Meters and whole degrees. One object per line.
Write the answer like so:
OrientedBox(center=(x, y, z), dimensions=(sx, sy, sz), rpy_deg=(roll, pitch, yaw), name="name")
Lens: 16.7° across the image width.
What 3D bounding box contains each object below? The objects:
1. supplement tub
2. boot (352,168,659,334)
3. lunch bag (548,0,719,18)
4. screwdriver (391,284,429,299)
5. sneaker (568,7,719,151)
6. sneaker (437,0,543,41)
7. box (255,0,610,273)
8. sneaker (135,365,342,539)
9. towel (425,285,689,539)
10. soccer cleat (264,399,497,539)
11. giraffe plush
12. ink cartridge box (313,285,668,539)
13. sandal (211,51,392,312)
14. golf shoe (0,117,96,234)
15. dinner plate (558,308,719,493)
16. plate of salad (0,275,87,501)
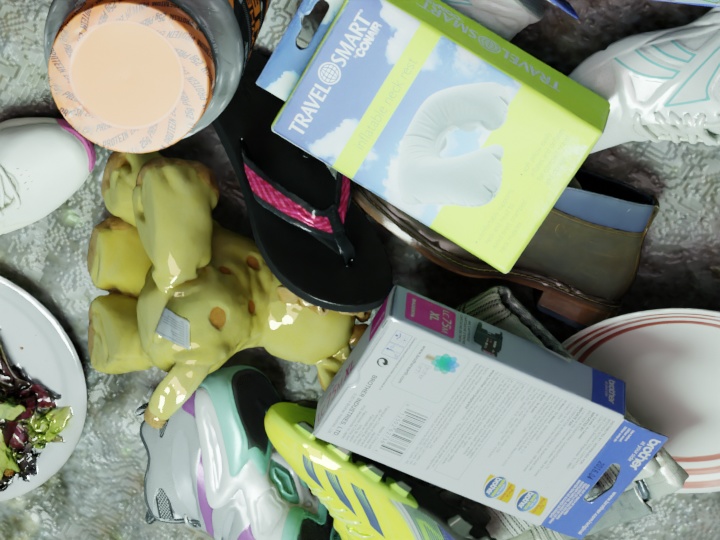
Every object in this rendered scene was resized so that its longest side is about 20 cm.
OrientedBox(center=(-0.123, -0.155, 1.499), dimensions=(0.122, 0.200, 0.123), rpy_deg=(3, 118, 6), name="supplement tub")
OrientedBox(center=(0.099, -0.041, 1.609), dimensions=(0.200, 0.075, 0.097), rpy_deg=(24, 108, -16), name="boot")
OrientedBox(center=(0.134, -0.218, 1.433), dimensions=(0.200, 0.170, 0.124), rpy_deg=(8, 87, 23), name="lunch bag")
OrientedBox(center=(0.000, 0.000, 1.590), dimensions=(0.200, 0.028, 0.029), rpy_deg=(38, 110, 1), name="screwdriver")
OrientedBox(center=(0.206, -0.112, 1.529), dimensions=(0.200, 0.080, 0.070), rpy_deg=(-25, 155, 21), name="sneaker")
OrientedBox(center=(0.020, -0.203, 1.530), dimensions=(0.200, 0.070, 0.080), rpy_deg=(42, 117, -15), name="sneaker")
OrientedBox(center=(0.040, -0.101, 1.523), dimensions=(0.200, 0.048, 0.122), rpy_deg=(31, 119, -3), name="box")
OrientedBox(center=(-0.094, 0.172, 1.721), dimensions=(0.140, 0.078, 0.200), rpy_deg=(-19, 95, 34), name="sneaker")
OrientedBox(center=(0.097, 0.114, 1.664), dimensions=(0.200, 0.035, 0.192), rpy_deg=(44, 137, -15), name="towel")
OrientedBox(center=(0.004, 0.162, 1.669), dimensions=(0.200, 0.065, 0.084), rpy_deg=(36, 110, -24), name="soccer cleat")
OrientedBox(center=(-0.075, 0.010, 1.617), dimensions=(0.162, 0.200, 0.173), rpy_deg=(0, 116, -26), name="giraffe plush")
OrientedBox(center=(0.084, 0.095, 1.577), dimensions=(0.200, 0.042, 0.119), rpy_deg=(24, 129, -11), name="ink cartridge box")
OrientedBox(center=(-0.043, -0.061, 1.563), dimensions=(0.200, 0.075, 0.045), rpy_deg=(61, 152, 15), name="sandal")
OrientedBox(center=(-0.270, -0.040, 1.640), dimensions=(0.200, 0.092, 0.075), rpy_deg=(-22, 111, 16), name="golf shoe")
OrientedBox(center=(0.216, 0.084, 1.650), dimensions=(0.200, 0.024, 0.200), rpy_deg=(5, 141, 4), name="dinner plate")
OrientedBox(center=(-0.293, 0.086, 1.731), dimensions=(0.200, 0.048, 0.200), rpy_deg=(3, 117, 5), name="plate of salad")
